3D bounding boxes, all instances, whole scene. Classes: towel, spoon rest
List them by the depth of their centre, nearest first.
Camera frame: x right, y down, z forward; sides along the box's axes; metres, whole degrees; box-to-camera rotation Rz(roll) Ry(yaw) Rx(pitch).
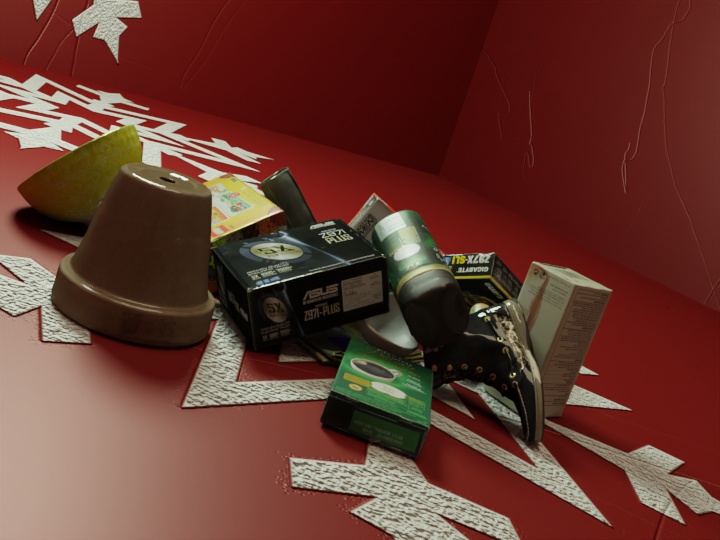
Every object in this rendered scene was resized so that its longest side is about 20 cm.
[{"bbox_3d":[-0.013,0.097,1.213,0.198,0.023,0.143,8,18,-42],"label":"towel"},{"bbox_3d":[0.044,0.068,1.215,0.098,0.061,0.200,31,13,-1],"label":"spoon rest"}]

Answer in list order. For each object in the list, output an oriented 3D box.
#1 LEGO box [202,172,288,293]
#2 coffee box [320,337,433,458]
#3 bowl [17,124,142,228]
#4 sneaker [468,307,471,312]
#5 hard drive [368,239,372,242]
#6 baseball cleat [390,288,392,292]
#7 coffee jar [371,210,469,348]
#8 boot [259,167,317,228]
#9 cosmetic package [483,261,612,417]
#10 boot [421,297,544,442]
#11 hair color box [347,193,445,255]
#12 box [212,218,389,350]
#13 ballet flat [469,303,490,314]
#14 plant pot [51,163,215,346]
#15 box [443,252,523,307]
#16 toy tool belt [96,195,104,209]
[{"bbox_3d":[-0.216,-0.063,1.296,0.147,0.078,0.199,-25,34,-22],"label":"LEGO box"},{"bbox_3d":[0.025,0.148,1.015,0.121,0.045,0.200,20,14,0],"label":"coffee box"},{"bbox_3d":[-0.409,-0.128,1.299,0.109,0.198,0.200,60,9,-10],"label":"bowl"},{"bbox_3d":[0.166,0.095,1.330,0.077,0.091,0.199,24,13,19],"label":"sneaker"},{"bbox_3d":[0.000,0.000,1.337,0.137,0.038,0.200,-17,16,22],"label":"hard drive"},{"bbox_3d":[0.034,0.041,1.401,0.198,0.071,0.106,25,12,25],"label":"baseball cleat"},{"bbox_3d":[0.080,0.010,1.149,0.084,0.105,0.201,-24,36,2],"label":"coffee jar"},{"bbox_3d":[-0.097,-0.083,1.480,0.201,0.072,0.182,55,9,-5],"label":"boot"},{"bbox_3d":[0.268,0.100,1.216,0.102,0.203,0.087,9,15,-44],"label":"cosmetic package"},{"bbox_3d":[0.161,0.139,1.134,0.147,0.204,0.074,-8,-27,0],"label":"boot"},{"bbox_3d":[0.069,-0.031,1.497,0.199,0.102,0.061,40,8,-15],"label":"hair color box"},{"bbox_3d":[-0.082,0.012,1.151,0.197,0.088,0.164,-14,26,-21],"label":"box"},{"bbox_3d":[0.226,0.106,1.294,0.199,0.068,0.064,38,35,-47],"label":"ballet flat"},{"bbox_3d":[-0.257,-0.029,1.026,0.197,0.178,0.201,18,14,-5],"label":"plant pot"},{"bbox_3d":[0.189,0.036,1.413,0.157,0.050,0.200,0,-25,34],"label":"box"},{"bbox_3d":[-0.307,-0.084,1.192,0.199,0.126,0.123,23,-17,49],"label":"toy tool belt"}]
